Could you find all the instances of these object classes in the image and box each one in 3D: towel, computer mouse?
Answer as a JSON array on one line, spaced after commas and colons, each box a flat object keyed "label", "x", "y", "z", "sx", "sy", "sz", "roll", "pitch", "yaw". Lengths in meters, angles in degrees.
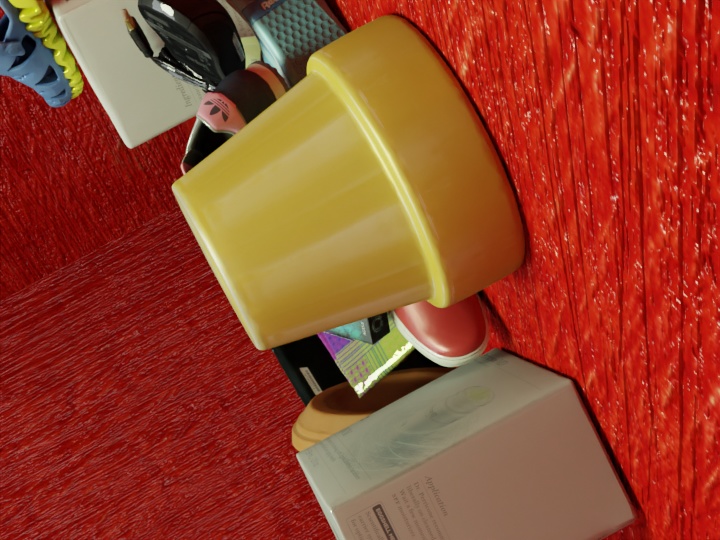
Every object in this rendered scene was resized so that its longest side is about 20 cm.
[{"label": "towel", "x": 0.000, "y": 0.000, "z": 1.196, "sx": 0.023, "sy": 0.144, "sz": 0.200, "roll": 11, "pitch": -139, "yaw": -54}, {"label": "computer mouse", "x": -0.148, "y": -0.202, "z": 1.068, "sx": 0.140, "sy": 0.046, "sz": 0.200, "roll": 30, "pitch": 172, "yaw": 20}]

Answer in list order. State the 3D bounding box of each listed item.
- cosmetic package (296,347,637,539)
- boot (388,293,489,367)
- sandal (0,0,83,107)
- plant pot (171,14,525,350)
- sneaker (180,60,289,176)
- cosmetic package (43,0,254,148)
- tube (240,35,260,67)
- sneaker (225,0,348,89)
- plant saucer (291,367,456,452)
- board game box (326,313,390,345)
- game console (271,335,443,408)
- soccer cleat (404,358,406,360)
[{"label": "cosmetic package", "x": 0.073, "y": 0.165, "z": 0.993, "sx": 0.123, "sy": 0.200, "sz": 0.199, "roll": 65, "pitch": 172, "yaw": -7}, {"label": "boot", "x": 0.040, "y": -0.027, "z": 1.032, "sx": 0.144, "sy": 0.072, "sz": 0.200, "roll": 77, "pitch": 166, "yaw": -60}, {"label": "sandal", "x": -0.317, "y": -0.209, "z": 1.168, "sx": 0.080, "sy": 0.087, "sz": 0.200, "roll": 55, "pitch": 173, "yaw": 24}, {"label": "plant pot", "x": -0.018, "y": -0.046, "z": 0.878, "sx": 0.201, "sy": 0.189, "sz": 0.201, "roll": 61, "pitch": 172, "yaw": 14}, {"label": "sneaker", "x": -0.116, "y": -0.075, "z": 1.015, "sx": 0.070, "sy": 0.082, "sz": 0.200, "roll": 38, "pitch": 138, "yaw": 19}, {"label": "cosmetic package", "x": -0.189, "y": -0.258, "z": 1.224, "sx": 0.165, "sy": 0.200, "sz": 0.165, "roll": 54, "pitch": 170, "yaw": 44}, {"label": "tube", "x": -0.064, "y": -0.118, "z": 1.167, "sx": 0.052, "sy": 0.058, "sz": 0.200, "roll": 10, "pitch": 116, "yaw": 42}, {"label": "sneaker", "x": -0.072, "y": -0.212, "z": 1.067, "sx": 0.200, "sy": 0.079, "sz": 0.131, "roll": 62, "pitch": 172, "yaw": 0}, {"label": "plant saucer", "x": 0.032, "y": 0.128, "z": 1.192, "sx": 0.200, "sy": 0.200, "sz": 0.038, "roll": -153, "pitch": 53, "yaw": -77}, {"label": "board game box", "x": -0.048, "y": -0.043, "z": 1.057, "sx": 0.135, "sy": 0.028, "sz": 0.200, "roll": 14, "pitch": 126, "yaw": 40}, {"label": "game console", "x": 0.015, "y": 0.118, "z": 1.359, "sx": 0.200, "sy": 0.177, "sz": 0.031, "roll": -129, "pitch": 37, "yaw": -55}, {"label": "soccer cleat", "x": 0.008, "y": 0.004, "z": 1.255, "sx": 0.081, "sy": 0.067, "sz": 0.200, "roll": -52, "pitch": -54, "yaw": -68}]
